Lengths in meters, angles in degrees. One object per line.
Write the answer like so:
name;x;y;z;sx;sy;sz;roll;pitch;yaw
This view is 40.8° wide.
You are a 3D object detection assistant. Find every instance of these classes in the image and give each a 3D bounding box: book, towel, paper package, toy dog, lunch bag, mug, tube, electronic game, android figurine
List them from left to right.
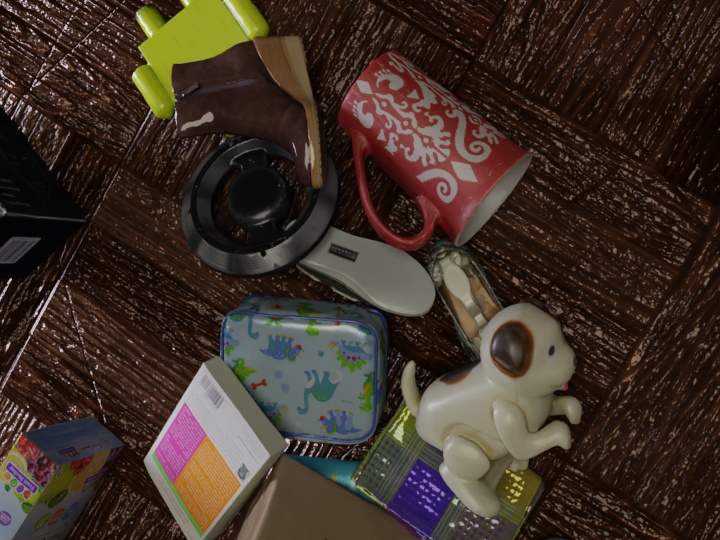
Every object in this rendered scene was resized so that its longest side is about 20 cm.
android figurine;-0.192;-0.260;1.193;0.180;0.041;0.202;-34;82;9
book;-0.178;0.216;1.137;0.134;0.048;0.201;49;128;16
electronic game;-0.120;-0.084;1.146;0.195;0.042;0.204;-6;62;11
lunch bag;-0.067;0.118;1.138;0.195;0.082;0.165;4;104;11
paper package;-0.043;0.330;1.063;0.198;0.191;0.104;30;115;-5
tube;-0.009;0.258;1.158;0.195;0.050;0.079;7;103;6
mug;0.067;-0.135;1.085;0.200;0.177;0.134;43;137;12
towel;0.104;0.248;1.123;0.198;0.023;0.145;36;76;9
toy dog;0.155;0.125;1.050;0.194;0.139;0.202;43;125;19

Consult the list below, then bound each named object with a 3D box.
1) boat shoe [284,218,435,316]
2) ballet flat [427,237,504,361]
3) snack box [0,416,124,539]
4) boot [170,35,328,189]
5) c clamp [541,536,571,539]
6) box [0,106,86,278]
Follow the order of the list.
boat shoe;0.000;0.000;1.145;0.197;0.064;0.071;27;72;14
ballet flat;0.135;0.054;1.117;0.071;0.072;0.203;-31;85;9
snack box;-0.393;0.283;1.164;0.067;0.168;0.202;36;97;11
boot;-0.128;-0.170;1.118;0.163;0.072;0.204;-14;71;3
c clamp;0.233;0.421;1.123;0.169;0.027;0.203;28;97;14
box;-0.469;-0.102;1.162;0.123;0.200;0.198;-38;83;9
